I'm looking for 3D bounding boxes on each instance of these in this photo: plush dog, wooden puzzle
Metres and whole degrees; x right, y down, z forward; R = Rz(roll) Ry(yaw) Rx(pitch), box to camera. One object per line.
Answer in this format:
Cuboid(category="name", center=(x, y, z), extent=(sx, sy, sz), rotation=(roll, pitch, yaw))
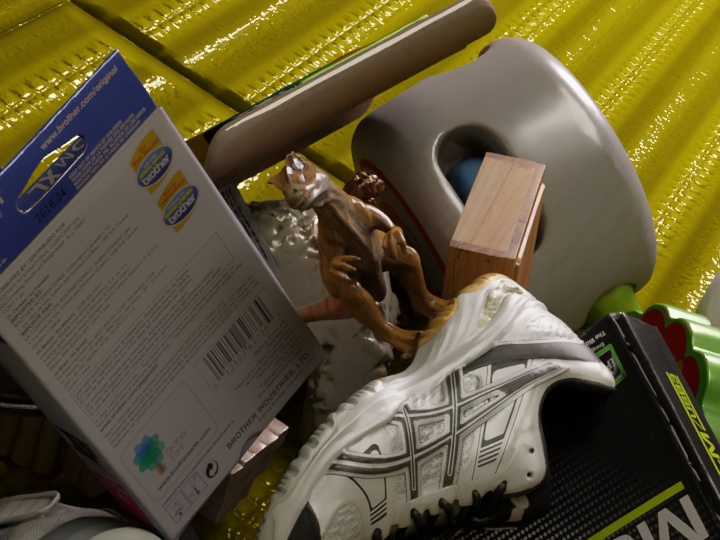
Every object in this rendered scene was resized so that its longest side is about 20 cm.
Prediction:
Cuboid(category="plush dog", center=(-0.041, 0.006, 0.971), extent=(0.198, 0.162, 0.172), rotation=(23, 8, -11))
Cuboid(category="wooden puzzle", center=(-0.036, -0.090, 0.940), extent=(0.184, 0.200, 0.037), rotation=(-31, 93, -21))

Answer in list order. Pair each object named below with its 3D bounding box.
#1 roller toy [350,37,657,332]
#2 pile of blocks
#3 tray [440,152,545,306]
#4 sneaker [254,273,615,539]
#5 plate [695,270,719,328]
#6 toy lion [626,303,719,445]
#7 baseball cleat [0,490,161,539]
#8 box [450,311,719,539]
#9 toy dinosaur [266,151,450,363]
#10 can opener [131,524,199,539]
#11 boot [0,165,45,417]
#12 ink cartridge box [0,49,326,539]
Cuboid(category="roller toy", center=(0.081, -0.038, 1.043), extent=(0.139, 0.183, 0.200), rotation=(-30, 37, -8))
Cuboid(category="pile of blocks", center=(-0.140, 0.078, 0.854), extent=(0.198, 0.063, 0.082), rotation=(20, 30, -5))
Cuboid(category="tray", center=(0.060, 0.052, 0.875), extent=(0.037, 0.202, 0.099), rotation=(13, 33, 9))
Cuboid(category="sneaker", center=(0.034, 0.084, 0.704), extent=(0.087, 0.076, 0.200), rotation=(35, 59, 17))
Cuboid(category="plate", center=(0.187, 0.132, 0.883), extent=(0.032, 0.201, 0.201), rotation=(0, 38, -3))
Cuboid(category="toy lion", center=(0.137, 0.125, 0.841), extent=(0.068, 0.192, 0.201), rotation=(16, 40, -19))
Cuboid(category="baseball cleat", center=(-0.179, 0.158, 0.736), extent=(0.199, 0.071, 0.106), rotation=(-15, 26, -37))
Cuboid(category="box", center=(0.091, 0.153, 0.771), extent=(0.047, 0.199, 0.195), rotation=(22, 39, -51))
Cuboid(category="toy dinosaur", center=(0.000, 0.000, 0.787), extent=(0.106, 0.200, 0.060), rotation=(37, 71, 17))
Cuboid(category="can opener", center=(-0.059, 0.187, 0.766), extent=(0.053, 0.067, 0.201), rotation=(0, 43, -36))
Cuboid(category="boot", center=(-0.165, 0.002, 0.747), extent=(0.199, 0.097, 0.075), rotation=(24, 26, -49))
Cuboid(category="ink cartridge box", center=(-0.103, 0.013, 0.744), extent=(0.042, 0.201, 0.120), rotation=(19, 60, 43))
